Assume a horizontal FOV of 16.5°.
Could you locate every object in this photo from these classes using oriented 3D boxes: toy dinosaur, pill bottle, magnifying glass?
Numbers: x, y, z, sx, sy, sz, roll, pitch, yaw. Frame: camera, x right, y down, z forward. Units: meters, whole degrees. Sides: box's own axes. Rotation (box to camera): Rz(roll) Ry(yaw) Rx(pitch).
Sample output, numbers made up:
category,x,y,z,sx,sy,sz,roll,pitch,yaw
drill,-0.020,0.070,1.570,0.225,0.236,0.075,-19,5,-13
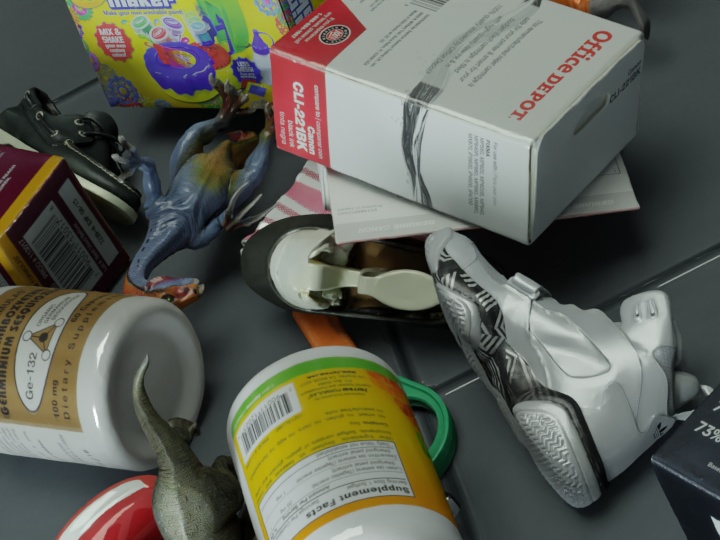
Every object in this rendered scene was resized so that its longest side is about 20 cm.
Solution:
category,x,y,z,sx,sy,sz,roll,pitch,yaw
toy dinosaur,-0.094,0.147,1.468,0.076,0.202,0.102,-1,23,0
pill bottle,-0.003,0.149,1.418,0.110,0.111,0.201,-26,45,5
magnifying glass,0.001,0.078,1.607,0.079,0.022,0.200,-33,42,-1
pill bottle,-0.214,0.069,1.674,0.199,0.115,0.115,4,51,35
toy dinosaur,-0.105,-0.039,1.734,0.104,0.200,0.182,26,77,13

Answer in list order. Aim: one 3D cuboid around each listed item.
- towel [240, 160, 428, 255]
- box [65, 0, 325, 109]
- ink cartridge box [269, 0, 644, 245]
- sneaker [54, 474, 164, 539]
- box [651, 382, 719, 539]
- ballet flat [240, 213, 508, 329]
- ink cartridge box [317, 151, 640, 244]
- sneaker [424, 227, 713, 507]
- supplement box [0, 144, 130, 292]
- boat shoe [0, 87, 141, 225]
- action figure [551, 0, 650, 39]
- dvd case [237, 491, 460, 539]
category,x,y,z,sx,sy,sz,roll,pitch,yaw
towel,0.020,-0.068,1.735,0.146,0.030,0.201,10,55,38
box,-0.083,-0.223,1.860,0.199,0.123,0.193,4,39,35
ink cartridge box,0.063,-0.115,1.596,0.199,0.084,0.144,22,45,28
sneaker,-0.157,0.226,1.511,0.200,0.078,0.115,-53,42,-5
box,0.283,0.093,1.348,0.200,0.105,0.148,-43,41,-15
ballet flat,0.000,0.000,1.616,0.199,0.068,0.069,6,94,25
ink cartridge box,0.072,-0.068,1.639,0.198,0.045,0.177,-6,41,-3
sneaker,0.125,0.038,1.505,0.114,0.075,0.201,-29,61,-5
supplement box,-0.282,-0.030,1.821,0.199,0.111,0.086,12,55,39
boat shoe,-0.212,-0.092,1.870,0.066,0.074,0.199,-53,34,-7
action figure,0.141,-0.240,1.784,0.192,0.105,0.201,9,55,26
dvd case,-0.044,0.201,1.495,0.142,0.018,0.201,15,64,41
